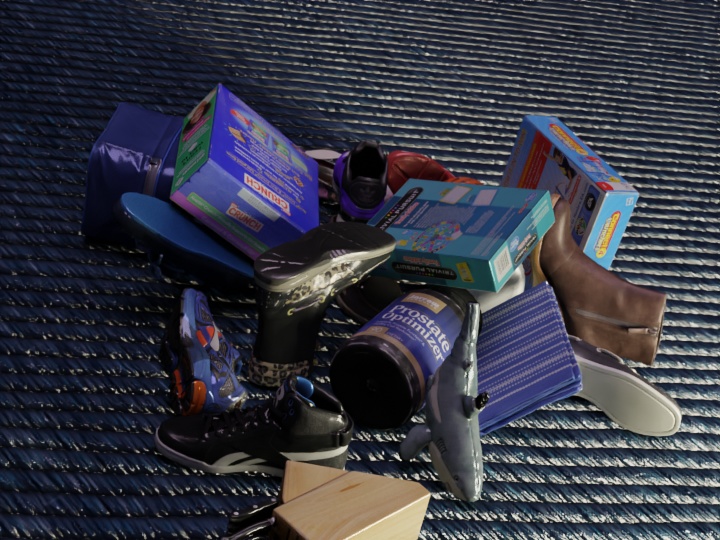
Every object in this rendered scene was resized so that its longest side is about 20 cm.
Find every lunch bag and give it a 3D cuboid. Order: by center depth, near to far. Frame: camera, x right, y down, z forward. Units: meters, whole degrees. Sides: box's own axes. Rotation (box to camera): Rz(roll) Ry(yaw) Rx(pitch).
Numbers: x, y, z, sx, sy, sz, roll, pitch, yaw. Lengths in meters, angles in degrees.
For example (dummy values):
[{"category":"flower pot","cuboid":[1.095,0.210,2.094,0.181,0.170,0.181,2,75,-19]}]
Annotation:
[{"category":"lunch bag","cuboid":[-0.262,-0.112,1.792,0.131,0.137,0.200,13,31,-1]}]

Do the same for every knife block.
[{"category":"knife block","cuboid":[-0.035,0.265,1.355,0.199,0.064,0.176,11,32,-6]}]

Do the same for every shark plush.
[{"category":"shark plush","cuboid":[0.117,0.137,1.511,0.090,0.201,0.083,17,0,-28]}]

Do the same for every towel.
[{"category":"towel","cuboid":[0.177,0.102,1.663,0.144,0.024,0.200,-28,30,13]}]

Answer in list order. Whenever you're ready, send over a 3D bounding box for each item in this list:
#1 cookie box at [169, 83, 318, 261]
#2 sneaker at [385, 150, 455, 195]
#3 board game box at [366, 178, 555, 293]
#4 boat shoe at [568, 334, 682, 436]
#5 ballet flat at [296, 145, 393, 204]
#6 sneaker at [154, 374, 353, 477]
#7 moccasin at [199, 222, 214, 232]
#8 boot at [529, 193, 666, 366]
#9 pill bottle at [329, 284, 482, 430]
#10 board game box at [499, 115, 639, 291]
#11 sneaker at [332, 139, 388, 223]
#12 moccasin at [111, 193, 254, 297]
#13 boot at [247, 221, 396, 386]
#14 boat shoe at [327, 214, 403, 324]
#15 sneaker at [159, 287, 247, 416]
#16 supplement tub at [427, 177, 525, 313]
[{"category":"cookie box","cuboid":[-0.135,-0.109,1.722,0.171,0.075,0.200,38,24,-22]},{"category":"sneaker","cuboid":[0.085,-0.117,1.970,0.200,0.079,0.115,33,4,-37]},{"category":"board game box","cuboid":[0.108,-0.045,1.704,0.199,0.047,0.151,8,39,36]},{"category":"boat shoe","cuboid":[0.292,0.130,1.691,0.199,0.074,0.060,21,36,27]},{"category":"ballet flat","cuboid":[-0.019,-0.123,1.965,0.199,0.071,0.069,20,37,10]},{"category":"sneaker","cuboid":[-0.105,0.149,1.464,0.199,0.112,0.073,10,31,-6]},{"category":"moccasin","cuboid":[-0.140,-0.030,1.767,0.199,0.081,0.068,-18,48,-40]},{"category":"boot","cuboid":[0.291,0.012,1.743,0.165,0.201,0.072,10,21,20]},{"category":"pill bottle","cuboid":[0.058,0.089,1.623,0.111,0.112,0.200,26,34,19]},{"category":"board game box","cuboid":[0.252,-0.067,1.859,0.056,0.201,0.196,-2,35,-30]},{"category":"sneaker","cuboid":[0.006,-0.125,1.832,0.069,0.100,0.200,6,27,-8]},{"category":"moccasin","cuboid":[-0.208,-0.016,1.646,0.200,0.068,0.081,33,28,-32]},{"category":"boot","cuboid":[-0.049,0.036,1.626,0.073,0.155,0.203,30,35,33]},{"category":"boat shoe","cuboid":[0.000,0.000,1.777,0.074,0.074,0.200,-10,39,-33]},{"category":"sneaker","cuboid":[-0.172,0.095,1.579,0.078,0.076,0.200,17,32,-24]},{"category":"supplement tub","cuboid":[0.137,-0.030,1.831,0.122,0.123,0.200,8,32,-9]}]
